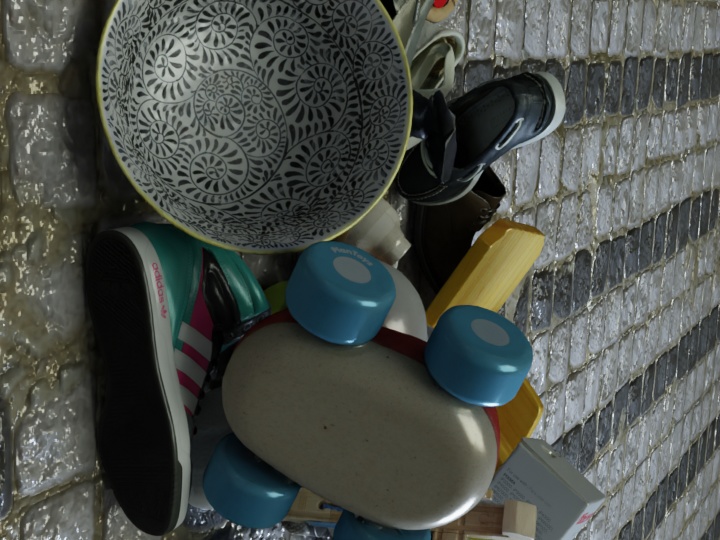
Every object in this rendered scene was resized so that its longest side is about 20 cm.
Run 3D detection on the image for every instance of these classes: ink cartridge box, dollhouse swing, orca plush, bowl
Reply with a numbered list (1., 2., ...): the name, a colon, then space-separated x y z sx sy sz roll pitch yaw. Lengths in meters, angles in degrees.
1. ink cartridge box: 0.123 0.254 1.165 0.201 0.083 0.145 -53 163 5
2. dollhouse swing: 0.135 0.080 1.215 0.183 0.175 0.200 56 17 15
3. orca plush: -0.013 -0.097 0.909 0.071 0.199 0.106 -45 138 -15
4. bowl: -0.075 -0.103 0.827 0.094 0.198 0.203 156 -49 -68

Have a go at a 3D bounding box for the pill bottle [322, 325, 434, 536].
1. pill bottle: 0.023 0.148 0.996 0.109 0.108 0.202 -44 142 -51

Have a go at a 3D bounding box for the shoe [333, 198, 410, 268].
1. shoe: 0.000 0.000 1.003 0.070 0.053 0.200 -55 175 -18

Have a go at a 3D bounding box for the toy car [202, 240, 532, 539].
1. toy car: 0.011 0.058 0.851 0.201 0.175 0.186 -71 -175 -61

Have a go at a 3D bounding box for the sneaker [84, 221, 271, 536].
1. sneaker: -0.112 0.060 0.851 0.120 0.083 0.203 -22 115 -50

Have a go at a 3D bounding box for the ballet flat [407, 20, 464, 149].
1. ballet flat: 0.037 -0.145 1.111 0.201 0.069 0.070 -62 147 -35

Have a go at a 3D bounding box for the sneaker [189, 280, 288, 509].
1. sneaker: -0.064 0.109 0.961 0.201 0.075 0.106 -63 148 -36

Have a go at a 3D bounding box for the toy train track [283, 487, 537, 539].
1. toy train track: 0.020 0.160 0.886 0.033 0.197 0.116 72 23 -56

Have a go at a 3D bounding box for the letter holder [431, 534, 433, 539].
1. letter holder: -0.005 0.282 0.909 0.199 0.100 0.143 -30 138 -22

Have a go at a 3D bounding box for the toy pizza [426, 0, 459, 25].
1. toy pizza: 0.075 -0.323 1.178 0.200 0.031 0.203 -27 121 -59

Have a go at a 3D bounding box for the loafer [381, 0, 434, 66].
1. loafer: 0.022 -0.231 1.047 0.070 0.074 0.203 32 69 -66

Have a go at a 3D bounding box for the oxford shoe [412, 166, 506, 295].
1. oxford shoe: 0.095 -0.053 1.233 0.073 0.083 0.202 -51 142 -49

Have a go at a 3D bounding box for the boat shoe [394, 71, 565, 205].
1. boat shoe: 0.085 -0.113 1.117 0.060 0.200 0.076 -9 70 -42

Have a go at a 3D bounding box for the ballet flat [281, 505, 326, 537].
1. ballet flat: -0.025 0.130 1.089 0.068 0.046 0.202 73 30 -49
